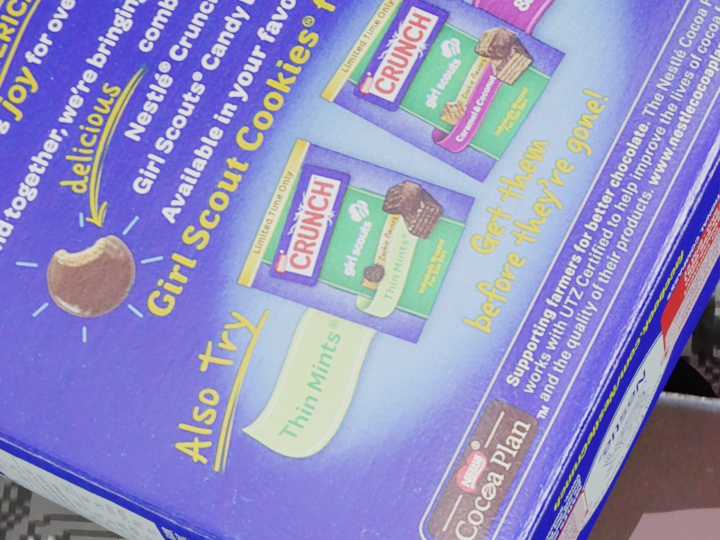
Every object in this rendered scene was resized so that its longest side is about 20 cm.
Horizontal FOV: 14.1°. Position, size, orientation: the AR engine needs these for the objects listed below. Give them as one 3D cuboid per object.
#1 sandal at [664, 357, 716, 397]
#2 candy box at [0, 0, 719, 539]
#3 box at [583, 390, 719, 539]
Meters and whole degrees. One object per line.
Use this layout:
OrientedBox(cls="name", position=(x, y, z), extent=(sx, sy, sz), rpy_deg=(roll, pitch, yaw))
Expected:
OrientedBox(cls="sandal", position=(0.000, 0.000, 0.753), extent=(0.200, 0.043, 0.076), rpy_deg=(19, 31, -3))
OrientedBox(cls="candy box", position=(-0.026, -0.029, 0.603), extent=(0.200, 0.077, 0.169), rpy_deg=(25, 75, 15))
OrientedBox(cls="box", position=(0.042, 0.140, 0.665), extent=(0.164, 0.166, 0.200), rpy_deg=(8, 73, 8))
